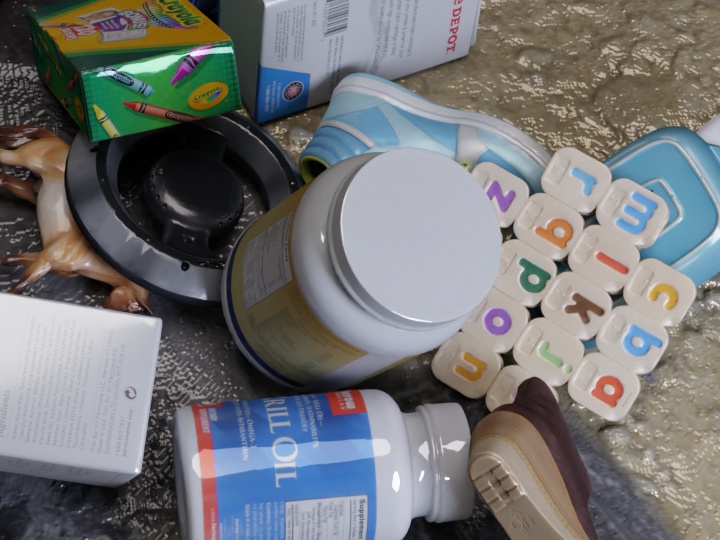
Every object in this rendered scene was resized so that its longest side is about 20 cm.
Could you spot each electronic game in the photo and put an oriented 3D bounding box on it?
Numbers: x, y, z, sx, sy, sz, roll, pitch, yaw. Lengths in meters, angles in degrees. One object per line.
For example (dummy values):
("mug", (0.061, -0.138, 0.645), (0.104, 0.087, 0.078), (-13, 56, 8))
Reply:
("electronic game", (-0.128, -0.056, 1.635), (0.199, 0.042, 0.200), (13, 49, -16))

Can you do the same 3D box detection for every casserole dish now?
("casserole dish", (0.197, -0.027, 1.607), (0.200, 0.039, 0.121), (-34, 74, 12))

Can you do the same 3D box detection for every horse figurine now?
("horse figurine", (-0.244, -0.042, 1.628), (0.132, 0.050, 0.200), (-14, 61, -9))

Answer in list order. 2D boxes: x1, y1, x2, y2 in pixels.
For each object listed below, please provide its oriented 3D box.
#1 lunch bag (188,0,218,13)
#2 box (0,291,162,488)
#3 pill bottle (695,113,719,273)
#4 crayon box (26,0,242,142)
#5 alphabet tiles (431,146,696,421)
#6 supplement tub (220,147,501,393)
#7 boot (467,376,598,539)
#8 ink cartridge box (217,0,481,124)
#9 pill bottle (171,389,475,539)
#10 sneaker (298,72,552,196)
("lunch bag", (-0.103, -0.306, 1.726), (0.132, 0.200, 0.136), (-12, 54, -26))
("box", (-0.245, 0.077, 1.451), (0.199, 0.152, 0.107), (10, 79, -10))
("pill bottle", (0.328, -0.025, 1.639), (0.200, 0.111, 0.111), (40, 61, 19))
("crayon box", (-0.177, -0.164, 1.654), (0.118, 0.058, 0.200), (-14, 24, -16))
("alphabet tiles", (0.140, 0.014, 1.588), (0.195, 0.015, 0.200), (31, 90, 20))
("supplement tub", (0.000, 0.000, 1.512), (0.144, 0.200, 0.145), (7, 73, -24))
("boot", (0.146, 0.177, 1.479), (0.200, 0.072, 0.166), (62, 22, -3))
("ink cartridge box", (-0.008, -0.218, 1.715), (0.200, 0.146, 0.084), (-20, 58, -20))
("pill bottle", (-0.026, 0.140, 1.488), (0.199, 0.112, 0.112), (-5, 56, -10))
("sneaker", (0.044, -0.066, 1.658), (0.200, 0.080, 0.131), (20, 53, 20))
